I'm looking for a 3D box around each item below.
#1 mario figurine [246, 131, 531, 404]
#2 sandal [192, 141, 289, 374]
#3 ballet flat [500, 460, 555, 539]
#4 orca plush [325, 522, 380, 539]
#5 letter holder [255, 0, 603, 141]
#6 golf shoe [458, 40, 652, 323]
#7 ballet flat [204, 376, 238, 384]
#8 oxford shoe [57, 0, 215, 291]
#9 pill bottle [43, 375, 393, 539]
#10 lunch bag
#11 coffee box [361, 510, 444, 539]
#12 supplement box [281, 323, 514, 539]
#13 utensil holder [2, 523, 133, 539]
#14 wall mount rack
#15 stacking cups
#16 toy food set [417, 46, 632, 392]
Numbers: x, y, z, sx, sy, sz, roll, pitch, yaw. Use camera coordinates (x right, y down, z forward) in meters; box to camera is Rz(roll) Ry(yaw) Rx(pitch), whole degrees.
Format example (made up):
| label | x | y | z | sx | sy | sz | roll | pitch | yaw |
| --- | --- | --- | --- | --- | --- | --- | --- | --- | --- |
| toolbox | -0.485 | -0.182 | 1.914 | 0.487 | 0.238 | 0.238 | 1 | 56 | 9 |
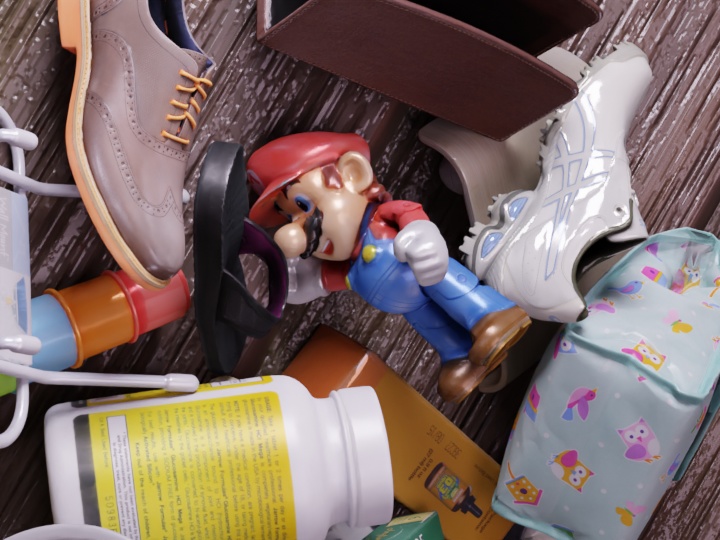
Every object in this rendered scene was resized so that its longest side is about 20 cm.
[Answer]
| label | x | y | z | sx | sy | sz | roll | pitch | yaw |
| --- | --- | --- | --- | --- | --- | --- | --- | --- | --- |
| mario figurine | 0.000 | 0.000 | 1.121 | 0.124 | 0.200 | 0.106 | -51 | 169 | 19 |
| sandal | -0.069 | 0.003 | 1.086 | 0.201 | 0.048 | 0.075 | 92 | 9 | -58 |
| ballet flat | 0.139 | 0.226 | 1.343 | 0.073 | 0.073 | 0.201 | -11 | 111 | -30 |
| orca plush | -0.006 | 0.223 | 1.250 | 0.105 | 0.071 | 0.200 | -46 | 104 | -20 |
| letter holder | 0.058 | -0.175 | 1.096 | 0.200 | 0.142 | 0.101 | 18 | 60 | -36 |
| golf shoe | 0.151 | -0.051 | 1.168 | 0.200 | 0.097 | 0.078 | -58 | 156 | -13 |
| ballet flat | -0.078 | 0.167 | 1.181 | 0.066 | 0.057 | 0.201 | -6 | 101 | -15 |
| oxford shoe | -0.118 | -0.090 | 1.013 | 0.071 | 0.073 | 0.201 | 14 | 63 | -64 |
| pill bottle | -0.085 | 0.124 | 1.101 | 0.199 | 0.112 | 0.113 | -7 | 111 | -8 |
| lunch bag | 0.187 | 0.077 | 1.248 | 0.200 | 0.122 | 0.171 | -48 | 162 | -55 |
| coffee box | 0.039 | 0.265 | 1.168 | 0.123 | 0.044 | 0.200 | -23 | 99 | -69 |
| supplement box | 0.031 | 0.121 | 1.241 | 0.067 | 0.069 | 0.200 | -52 | 124 | -7 |
| utensil holder | -0.133 | 0.249 | 1.015 | 0.170 | 0.170 | 0.200 | -52 | 153 | -8 |
| wall mount rack | -0.168 | 0.001 | 1.033 | 0.174 | 0.074 | 0.201 | 23 | 61 | -63 |
| stacking cups | -0.197 | 0.040 | 1.079 | 0.200 | 0.060 | 0.061 | -23 | 117 | -31 |
| toy food set | 0.113 | -0.034 | 1.257 | 0.143 | 0.060 | 0.200 | -33 | 123 | -33 |
